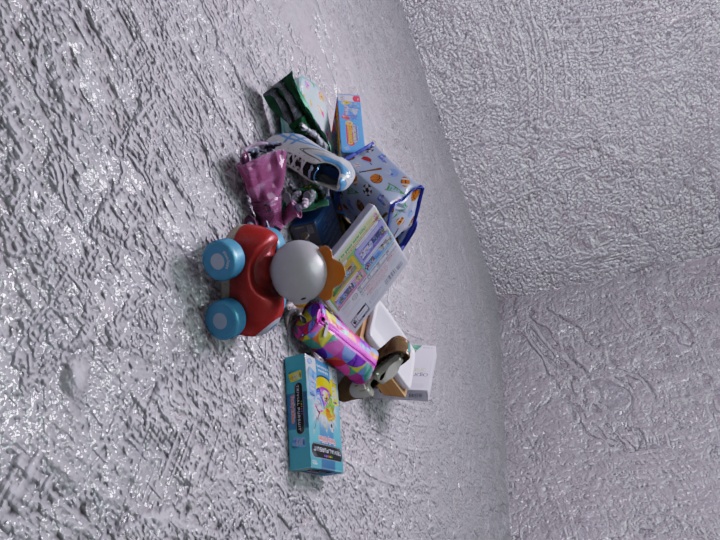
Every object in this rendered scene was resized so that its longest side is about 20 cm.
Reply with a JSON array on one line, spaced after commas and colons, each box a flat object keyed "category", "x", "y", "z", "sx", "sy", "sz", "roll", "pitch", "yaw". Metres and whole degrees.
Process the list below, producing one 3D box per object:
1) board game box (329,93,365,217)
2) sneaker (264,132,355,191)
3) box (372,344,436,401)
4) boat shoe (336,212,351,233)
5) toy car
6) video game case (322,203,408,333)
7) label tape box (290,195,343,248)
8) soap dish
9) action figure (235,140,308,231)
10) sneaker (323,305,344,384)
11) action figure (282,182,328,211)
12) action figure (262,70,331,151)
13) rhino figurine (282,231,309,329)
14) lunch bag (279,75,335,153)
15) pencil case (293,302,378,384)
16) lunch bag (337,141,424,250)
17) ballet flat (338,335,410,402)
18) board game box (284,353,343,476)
[{"category": "board game box", "x": -0.035, "y": -0.265, "z": 1.665, "sx": 0.198, "sy": 0.054, "sz": 0.203, "roll": 103, "pitch": -14, "yaw": -49}, {"category": "sneaker", "x": -0.105, "y": -0.213, "z": 1.405, "sx": 0.073, "sy": 0.197, "sz": 0.073, "roll": -47, "pitch": 157, "yaw": -58}, {"category": "box", "x": 0.113, "y": 0.254, "z": 1.813, "sx": 0.201, "sy": 0.141, "sz": 0.037, "roll": -67, "pitch": 154, "yaw": -62}, {"category": "boat shoe", "x": -0.036, "y": -0.076, "z": 1.696, "sx": 0.200, "sy": 0.067, "sz": 0.074, "roll": 41, "pitch": 40, "yaw": -62}, {"category": "toy car", "x": -0.118, "y": 0.020, "z": 1.135, "sx": 0.184, "sy": 0.195, "sz": 0.182, "roll": -24, "pitch": 116, "yaw": -69}, {"category": "video game case", "x": 0.000, "y": 0.000, "z": 1.436, "sx": 0.201, "sy": 0.022, "sz": 0.183, "roll": -51, "pitch": 135, "yaw": -16}, {"category": "label tape box", "x": -0.076, "y": -0.037, "z": 1.556, "sx": 0.145, "sy": 0.062, "sz": 0.204, "roll": -65, "pitch": 140, "yaw": -61}, {"category": "soap dish", "x": 0.049, "y": 0.185, "z": 1.712, "sx": 0.201, "sy": 0.080, "sz": 0.159, "roll": 54, "pitch": 27, "yaw": -24}, {"category": "action figure", "x": -0.178, "y": -0.124, "z": 1.307, "sx": 0.148, "sy": 0.132, "sz": 0.205, "roll": 26, "pitch": -54, "yaw": 57}, {"category": "sneaker", "x": -0.035, "y": 0.156, "z": 1.535, "sx": 0.071, "sy": 0.079, "sz": 0.203, "roll": -70, "pitch": 143, "yaw": -55}, {"category": "action figure", "x": -0.110, "y": -0.154, "z": 1.469, "sx": 0.200, "sy": 0.115, "sz": 0.056, "roll": -69, "pitch": 158, "yaw": -76}, {"category": "action figure", "x": -0.117, "y": -0.288, "z": 1.453, "sx": 0.055, "sy": 0.117, "sz": 0.202, "roll": -44, "pitch": 105, "yaw": -33}, {"category": "rhino figurine", "x": -0.122, "y": 0.029, "z": 1.382, "sx": 0.088, "sy": 0.058, "sz": 0.203, "roll": 71, "pitch": 20, "yaw": -48}, {"category": "lunch bag", "x": -0.124, "y": -0.317, "z": 1.572, "sx": 0.160, "sy": 0.075, "sz": 0.205, "roll": -6, "pitch": 84, "yaw": -71}, {"category": "pencil case", "x": -0.047, "y": 0.145, "z": 1.421, "sx": 0.200, "sy": 0.087, "sz": 0.090, "roll": 42, "pitch": 37, "yaw": -34}, {"category": "lunch bag", "x": 0.038, "y": -0.140, "z": 1.542, "sx": 0.170, "sy": 0.123, "sz": 0.202, "roll": 44, "pitch": -31, "yaw": 26}, {"category": "ballet flat", "x": 0.029, "y": 0.219, "z": 1.497, "sx": 0.068, "sy": 0.199, "sz": 0.073, "roll": 47, "pitch": 7, "yaw": -30}, {"category": "board game box", "x": -0.086, "y": 0.275, "z": 1.353, "sx": 0.151, "sy": 0.046, "sz": 0.205, "roll": 40, "pitch": 41, "yaw": -62}]
